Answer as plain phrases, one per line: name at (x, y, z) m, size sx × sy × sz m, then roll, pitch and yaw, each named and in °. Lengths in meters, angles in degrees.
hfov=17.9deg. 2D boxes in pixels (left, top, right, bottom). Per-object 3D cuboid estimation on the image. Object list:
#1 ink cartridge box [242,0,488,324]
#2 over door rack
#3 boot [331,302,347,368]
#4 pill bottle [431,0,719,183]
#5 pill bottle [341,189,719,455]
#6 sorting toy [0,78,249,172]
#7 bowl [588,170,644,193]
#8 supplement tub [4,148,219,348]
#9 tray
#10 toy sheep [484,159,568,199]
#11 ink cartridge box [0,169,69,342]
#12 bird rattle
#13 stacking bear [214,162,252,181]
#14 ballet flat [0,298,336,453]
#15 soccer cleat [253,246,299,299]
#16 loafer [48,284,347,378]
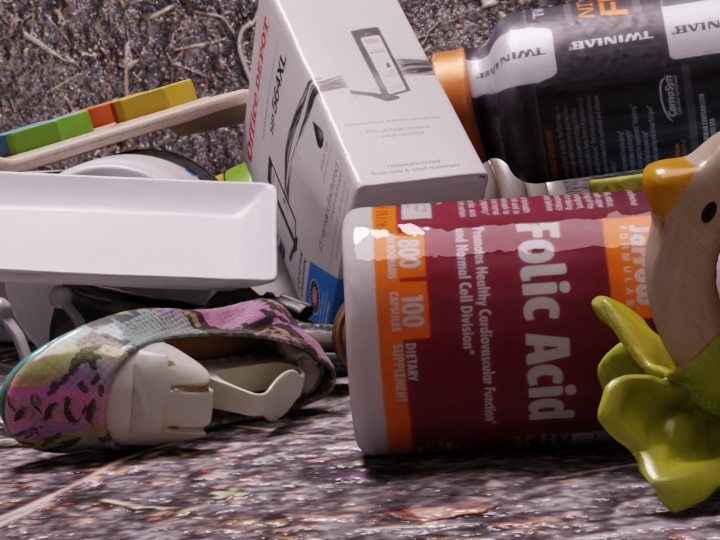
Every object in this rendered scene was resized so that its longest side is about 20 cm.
ink cartridge box at (-0.003, -0.064, 1.375) m, size 0.084 × 0.146 × 0.200 m, roll -7°, pitch 44°, yaw -18°
over door rack at (-0.214, 0.048, 1.217) m, size 0.200 × 0.067 × 0.148 m, roll -1°, pitch 5°, yaw 22°
boot at (0.086, 0.032, 1.211) m, size 0.200 × 0.074 × 0.075 m, roll -2°, pitch 15°, yaw -9°
pill bottle at (0.144, -0.110, 1.376) m, size 0.200 × 0.106 × 0.106 m, roll -8°, pitch 5°, yaw 5°
pill bottle at (0.094, 0.022, 1.029) m, size 0.200 × 0.114 × 0.114 m, roll -4°, pitch 5°, yaw 2°
sorting toy at (-0.181, -0.092, 1.504) m, size 0.200 × 0.037 × 0.185 m, roll -14°, pitch 5°, yaw -24°
bowl at (0.238, -0.014, 1.329) m, size 0.200 × 0.108 × 0.200 m, roll -7°, pitch 3°, yaw 0°
supplement tub at (-0.144, -0.008, 1.437) m, size 0.132 × 0.132 × 0.200 m, roll -3°, pitch 6°, yaw 2°
tray at (-0.147, -0.019, 1.289) m, size 0.200 × 0.022 × 0.107 m, roll 2°, pitch 33°, yaw -3°
toy sheep at (0.084, -0.038, 1.635) m, size 0.200 × 0.138 × 0.138 m, roll -1°, pitch 3°, yaw -27°
ink cartridge box at (-0.233, -0.011, 1.596) m, size 0.200 × 0.115 × 0.068 m, roll -1°, pitch 7°, yaw 29°
bird rattle at (0.186, 0.014, 0.895) m, size 0.200 × 0.163 × 0.113 m, roll -12°, pitch 23°, yaw 4°
stacking bear at (-0.100, -0.032, 1.816) m, size 0.200 × 0.122 × 0.114 m, roll -13°, pitch -36°, yaw 2°
ballet flat at (-0.083, 0.055, 1.120) m, size 0.071 × 0.069 × 0.200 m, roll 24°, pitch 20°, yaw 34°
soccer cleat at (0.000, 0.000, 1.492) m, size 0.200 × 0.085 × 0.069 m, roll -8°, pitch 7°, yaw -39°
loafer at (-0.087, 0.030, 1.285) m, size 0.200 × 0.063 × 0.072 m, roll -2°, pitch -10°, yaw 20°
